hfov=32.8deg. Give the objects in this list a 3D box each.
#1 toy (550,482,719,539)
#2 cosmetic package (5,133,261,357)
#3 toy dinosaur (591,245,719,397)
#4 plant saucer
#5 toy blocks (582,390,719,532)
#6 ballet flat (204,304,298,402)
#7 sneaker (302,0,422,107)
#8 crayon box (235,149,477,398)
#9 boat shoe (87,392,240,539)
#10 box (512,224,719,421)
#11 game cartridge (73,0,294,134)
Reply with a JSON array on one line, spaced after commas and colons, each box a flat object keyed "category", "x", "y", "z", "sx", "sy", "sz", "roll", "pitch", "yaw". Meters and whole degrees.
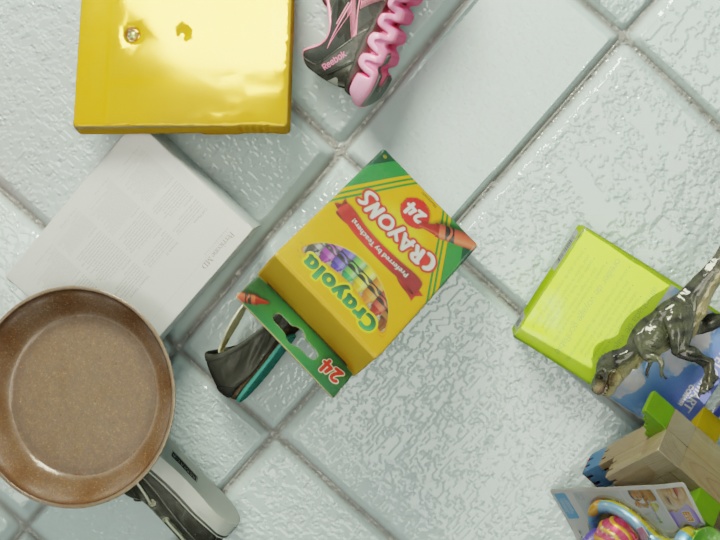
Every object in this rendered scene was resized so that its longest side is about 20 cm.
[{"category": "toy", "x": 0.240, "y": 0.250, "z": 1.085, "sx": 0.047, "sy": 0.200, "sz": 0.116, "roll": -32, "pitch": 93, "yaw": -30}, {"category": "cosmetic package", "x": -0.215, "y": -0.019, "z": 1.164, "sx": 0.151, "sy": 0.052, "sz": 0.200, "roll": 43, "pitch": 99, "yaw": 2}, {"category": "toy dinosaur", "x": 0.293, "y": 0.052, "z": 1.080, "sx": 0.088, "sy": 0.047, "sz": 0.200, "roll": 42, "pitch": 93, "yaw": 6}, {"category": "plant saucer", "x": -0.261, "y": 0.116, "z": 1.130, "sx": 0.198, "sy": 0.037, "sz": 0.203, "roll": -1, "pitch": 85, "yaw": 10}, {"category": "toy blocks", "x": 0.290, "y": 0.214, "z": 1.110, "sx": 0.200, "sy": 0.100, "sz": 0.137, "roll": 41, "pitch": 141, "yaw": -4}, {"category": "ballet flat", "x": -0.073, "y": 0.039, "z": 1.151, "sx": 0.200, "sy": 0.068, "sz": 0.069, "roll": -43, "pitch": 83, "yaw": 8}, {"category": "sneaker", "x": 0.009, "y": -0.255, "z": 1.107, "sx": 0.095, "sy": 0.079, "sz": 0.202, "roll": 26, "pitch": 98, "yaw": 13}, {"category": "crayon box", "x": 0.000, "y": 0.000, "z": 1.084, "sx": 0.127, "sy": 0.051, "sz": 0.200, "roll": 45, "pitch": 56, "yaw": -2}, {"category": "boat shoe", "x": -0.206, "y": 0.195, "z": 1.180, "sx": 0.064, "sy": 0.071, "sz": 0.200, "roll": -42, "pitch": 93, "yaw": 8}, {"category": "box", "x": 0.255, "y": 0.062, "z": 1.129, "sx": 0.199, "sy": 0.048, "sz": 0.123, "roll": 33, "pitch": 100, "yaw": 0}, {"category": "game cartridge", "x": -0.160, "y": -0.212, "z": 1.122, "sx": 0.197, "sy": 0.032, "sz": 0.179, "roll": 1, "pitch": 79, "yaw": 3}]
